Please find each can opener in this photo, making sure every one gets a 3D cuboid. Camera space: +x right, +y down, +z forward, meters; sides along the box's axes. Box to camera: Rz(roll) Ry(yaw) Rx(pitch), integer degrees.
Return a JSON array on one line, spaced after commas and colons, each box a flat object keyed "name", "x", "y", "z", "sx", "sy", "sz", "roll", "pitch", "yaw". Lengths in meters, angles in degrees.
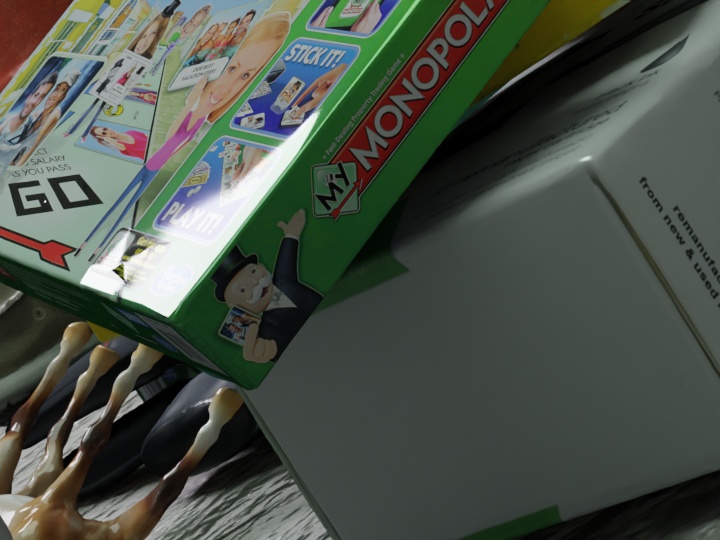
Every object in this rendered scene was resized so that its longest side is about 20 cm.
[{"name": "can opener", "x": -0.080, "y": 0.045, "z": 1.052, "sx": 0.079, "sy": 0.064, "sz": 0.200, "roll": -30, "pitch": 6, "yaw": -38}]

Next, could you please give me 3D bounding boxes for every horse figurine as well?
[{"name": "horse figurine", "x": -0.115, "y": 0.082, "z": 0.963, "sx": 0.133, "sy": 0.050, "sz": 0.200, "roll": -57, "pitch": 25, "yaw": -9}]

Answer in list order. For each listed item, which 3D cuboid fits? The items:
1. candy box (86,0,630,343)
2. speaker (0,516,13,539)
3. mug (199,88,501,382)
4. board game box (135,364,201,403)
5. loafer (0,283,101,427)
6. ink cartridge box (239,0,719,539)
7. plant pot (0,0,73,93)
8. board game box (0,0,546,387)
[{"name": "candy box", "x": 0.011, "y": -0.052, "z": 0.769, "sx": 0.200, "sy": 0.026, "sz": 0.102, "roll": -32, "pitch": 5, "yaw": 29}, {"name": "speaker", "x": -0.187, "y": 0.136, "z": 0.810, "sx": 0.081, "sy": 0.081, "sz": 0.200, "roll": -21, "pitch": 23, "yaw": 49}, {"name": "mug", "x": -0.012, "y": -0.056, "z": 0.961, "sx": 0.152, "sy": 0.114, "sz": 0.186, "roll": -146, "pitch": 72, "yaw": -72}, {"name": "board game box", "x": 0.000, "y": 0.000, "z": 1.131, "sx": 0.134, "sy": 0.029, "sz": 0.200, "roll": -37, "pitch": 10, "yaw": -32}, {"name": "loafer", "x": -0.123, "y": 0.011, "z": 1.140, "sx": 0.200, "sy": 0.070, "sz": 0.075, "roll": -28, "pitch": -7, "yaw": 11}, {"name": "ink cartridge box", "x": 0.078, "y": -0.017, "z": 0.742, "sx": 0.146, "sy": 0.084, "sz": 0.200, "roll": -26, "pitch": 11, "yaw": 43}, {"name": "plant pot", "x": -0.105, "y": -0.146, "z": 1.169, "sx": 0.200, "sy": 0.196, "sz": 0.201, "roll": -26, "pitch": -2, "yaw": -1}, {"name": "board game box", "x": -0.038, "y": -0.046, "z": 0.723, "sx": 0.135, "sy": 0.029, "sz": 0.200, "roll": -54, "pitch": 26, "yaw": -10}]
